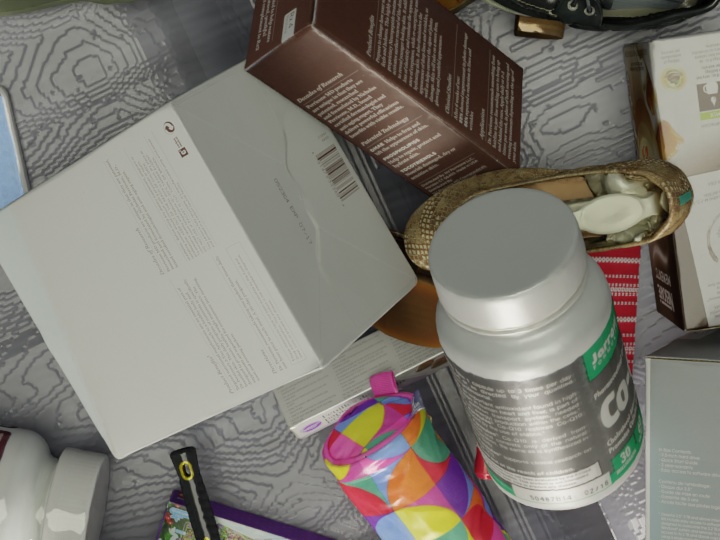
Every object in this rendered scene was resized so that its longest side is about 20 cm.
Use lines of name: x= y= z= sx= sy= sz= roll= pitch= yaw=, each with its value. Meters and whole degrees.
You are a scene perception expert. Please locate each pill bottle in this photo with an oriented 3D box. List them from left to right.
pill bottle: x=-0.289 y=0.163 z=1.188 sx=0.198 sy=0.110 sz=0.111 roll=10 pitch=96 yaw=-1
pill bottle: x=0.112 y=0.052 z=1.050 sx=0.112 sy=0.114 sz=0.201 roll=-20 pitch=132 yaw=2

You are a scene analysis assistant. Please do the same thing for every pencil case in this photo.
pencil case: x=0.054 y=0.174 z=1.180 sx=0.088 sy=0.088 sz=0.201 roll=-31 pitch=112 yaw=3

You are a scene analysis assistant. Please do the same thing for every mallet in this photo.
mallet: x=-0.092 y=0.225 z=1.192 sx=0.065 sy=0.041 sz=0.202 roll=-9 pitch=94 yaw=3

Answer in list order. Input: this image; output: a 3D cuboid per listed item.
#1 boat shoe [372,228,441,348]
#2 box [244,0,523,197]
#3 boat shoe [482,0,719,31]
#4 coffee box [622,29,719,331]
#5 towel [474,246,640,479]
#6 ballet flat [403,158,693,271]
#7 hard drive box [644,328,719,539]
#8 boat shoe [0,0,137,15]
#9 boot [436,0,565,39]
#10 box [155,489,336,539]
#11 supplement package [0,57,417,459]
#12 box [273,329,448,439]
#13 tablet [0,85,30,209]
boat shoe: x=0.000 y=0.000 z=1.186 sx=0.199 sy=0.070 sz=0.071 roll=23 pitch=122 yaw=19
box: x=0.021 y=-0.136 z=1.112 sx=0.075 sy=0.101 sz=0.199 roll=-25 pitch=134 yaw=37
boat shoe: x=0.167 y=-0.201 z=1.130 sx=0.198 sy=0.066 sz=0.075 roll=8 pitch=101 yaw=-30
coffee box: x=0.245 y=-0.067 z=1.161 sx=0.079 sy=0.114 sz=0.202 roll=-8 pitch=95 yaw=1
towel: x=0.143 y=0.049 z=1.184 sx=0.144 sy=0.022 sz=0.202 roll=-1 pitch=98 yaw=-36
ballet flat: x=0.122 y=-0.037 z=1.091 sx=0.198 sy=0.065 sz=0.071 roll=-13 pitch=96 yaw=11
hard drive box: x=0.259 y=0.149 z=1.157 sx=0.076 sy=0.156 sz=0.202 roll=3 pitch=96 yaw=27
boat shoe: x=-0.234 y=-0.226 z=1.170 sx=0.199 sy=0.072 sz=0.061 roll=-1 pitch=68 yaw=9
boot: x=0.065 y=-0.248 z=1.171 sx=0.199 sy=0.071 sz=0.146 roll=6 pitch=91 yaw=-6
box: x=-0.068 y=0.261 z=1.233 sx=0.198 sy=0.039 sz=0.138 roll=18 pitch=97 yaw=-2
supplement package: x=-0.109 y=-0.012 z=1.112 sx=0.199 sy=0.147 sz=0.192 roll=-26 pitch=97 yaw=35
box: x=0.032 y=0.061 z=1.207 sx=0.199 sy=0.039 sz=0.042 roll=-28 pitch=70 yaw=2
tablet: x=-0.345 y=-0.055 z=1.213 sx=0.198 sy=0.014 sz=0.131 roll=-12 pitch=96 yaw=0
